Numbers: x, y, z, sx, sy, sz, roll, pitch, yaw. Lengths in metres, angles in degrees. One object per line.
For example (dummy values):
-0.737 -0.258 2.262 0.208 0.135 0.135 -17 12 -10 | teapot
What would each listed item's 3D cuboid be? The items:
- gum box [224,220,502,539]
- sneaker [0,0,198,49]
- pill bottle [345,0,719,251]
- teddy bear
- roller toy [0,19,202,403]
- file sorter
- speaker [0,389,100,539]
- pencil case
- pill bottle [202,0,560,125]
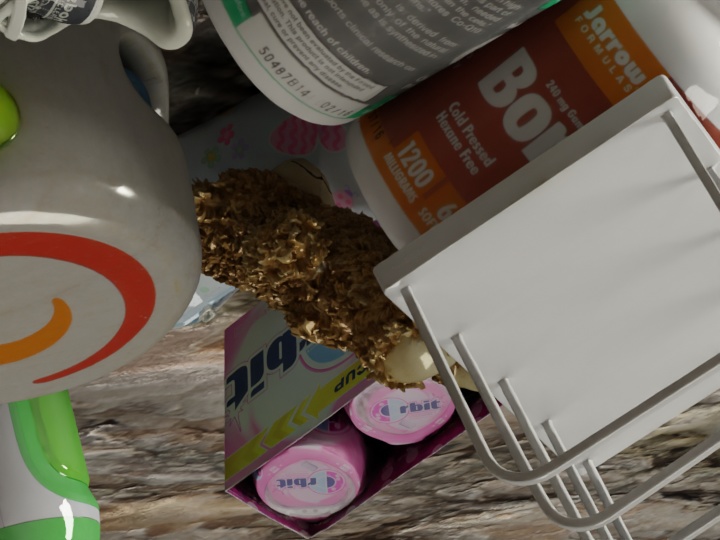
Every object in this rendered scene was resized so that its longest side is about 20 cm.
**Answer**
0.017 0.037 1.256 0.066 0.114 0.200 32 126 -31 | gum box
-0.146 -0.130 0.897 0.199 0.081 0.076 1 157 -36 | sneaker
0.100 -0.077 1.013 0.200 0.113 0.112 -38 156 16 | pill bottle
0.000 0.000 1.104 0.144 0.067 0.200 13 -167 -30 | teddy bear
-0.168 -0.037 1.051 0.182 0.140 0.200 10 144 -35 | roller toy
0.126 0.047 0.980 0.138 0.125 0.200 -34 141 11 | file sorter
-0.188 0.056 1.207 0.088 0.201 0.089 -14 162 -5 | speaker
-0.039 -0.046 1.216 0.199 0.091 0.083 -26 158 26 | pencil case
0.039 -0.148 0.947 0.199 0.114 0.113 -28 159 33 | pill bottle
